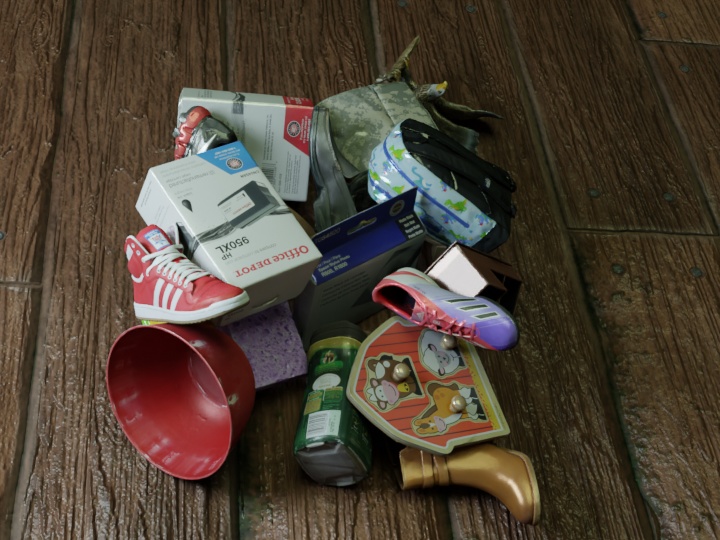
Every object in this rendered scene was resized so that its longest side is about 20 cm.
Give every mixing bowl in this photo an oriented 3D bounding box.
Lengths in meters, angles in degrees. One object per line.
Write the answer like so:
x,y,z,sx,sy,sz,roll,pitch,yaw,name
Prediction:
-0.202,0.143,1.419,0.200,0.201,0.108,36,36,19,mixing bowl

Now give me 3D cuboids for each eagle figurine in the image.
0.120,-0.267,1.908,0.152,0.151,0.200,-45,101,3,eagle figurine

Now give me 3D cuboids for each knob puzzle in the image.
0.076,0.139,1.452,0.219,0.030,0.221,12,53,-16,knob puzzle

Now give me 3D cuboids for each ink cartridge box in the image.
-0.175,-0.188,1.727,0.199,0.145,0.084,4,18,-10,ink cartridge box
-0.165,-0.049,1.453,0.144,0.084,0.200,-23,68,-36,ink cartridge box
0.000,0.000,1.570,0.199,0.200,0.041,-27,59,-30,ink cartridge box

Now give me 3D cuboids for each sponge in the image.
-0.141,0.055,1.511,0.111,0.030,0.201,-10,76,-45,sponge

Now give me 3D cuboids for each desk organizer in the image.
0.169,0.027,1.595,0.077,0.072,0.200,52,17,26,desk organizer

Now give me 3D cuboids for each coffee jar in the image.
-0.028,0.166,1.478,0.085,0.104,0.201,-13,43,21,coffee jar

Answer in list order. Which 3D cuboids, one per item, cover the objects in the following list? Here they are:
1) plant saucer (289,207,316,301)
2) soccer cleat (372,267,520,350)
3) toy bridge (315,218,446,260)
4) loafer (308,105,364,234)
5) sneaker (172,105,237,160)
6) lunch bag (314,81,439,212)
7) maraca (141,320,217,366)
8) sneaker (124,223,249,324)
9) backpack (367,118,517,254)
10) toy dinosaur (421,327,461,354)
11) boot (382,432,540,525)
-0.128,-0.041,1.642,0.199,0.030,0.201,26,35,-19,plant saucer
0.107,0.056,1.466,0.199,0.069,0.073,26,29,30,soccer cleat
0.031,-0.056,1.717,0.199,0.067,0.027,8,47,-6,toy bridge
-0.035,-0.138,1.669,0.072,0.201,0.073,-6,5,2,loafer
-0.231,-0.127,1.646,0.098,0.201,0.071,24,14,14,sneaker
0.019,-0.187,1.782,0.167,0.140,0.200,-9,50,-21,lunch bag
-0.229,0.035,1.542,0.137,0.107,0.201,19,54,-31,maraca
-0.211,0.000,1.357,0.199,0.113,0.071,-2,12,45,sneaker
0.108,-0.124,1.635,0.200,0.153,0.164,42,34,-28,backpack
0.075,0.141,1.541,0.077,0.102,0.201,26,56,-5,toy dinosaur
0.126,0.251,1.454,0.154,0.077,0.200,-9,49,-21,boot
